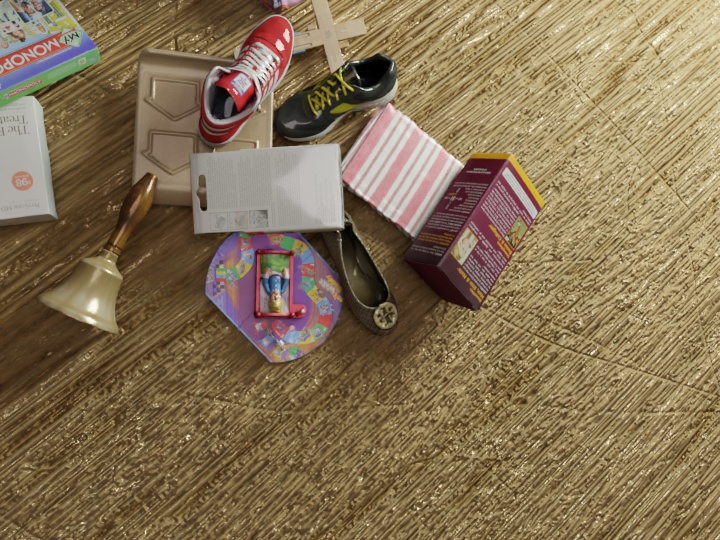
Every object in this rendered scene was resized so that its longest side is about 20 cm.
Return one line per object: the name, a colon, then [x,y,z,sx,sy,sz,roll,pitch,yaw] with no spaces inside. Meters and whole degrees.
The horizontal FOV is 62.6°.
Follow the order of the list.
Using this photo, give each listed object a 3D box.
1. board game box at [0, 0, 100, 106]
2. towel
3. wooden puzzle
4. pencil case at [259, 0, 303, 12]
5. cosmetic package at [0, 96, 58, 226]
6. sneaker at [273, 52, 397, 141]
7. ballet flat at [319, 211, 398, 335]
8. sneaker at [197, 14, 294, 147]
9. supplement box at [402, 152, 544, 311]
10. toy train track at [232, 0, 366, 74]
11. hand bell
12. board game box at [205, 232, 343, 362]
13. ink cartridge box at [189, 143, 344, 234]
board game box: [-0.452,-0.277,0.736,0.199,0.029,0.135,-39,85,-27]
towel: [0.073,-0.138,0.900,0.199,0.030,0.147,37,78,-12]
wooden puzzle: [-0.214,-0.189,0.819,0.182,0.046,0.204,2,90,-14]
pencil case: [-0.069,-0.455,0.856,0.199,0.087,0.088,-37,95,-15]
cosmetic package: [-0.496,-0.128,0.735,0.196,0.052,0.154,-9,90,-16]
sneaker: [-0.035,-0.255,0.840,0.198,0.085,0.075,-29,82,-9]
ballet flat: [0.000,0.000,0.847,0.067,0.046,0.203,-26,92,-27]
sneaker: [-0.140,-0.253,0.757,0.071,0.112,0.202,31,82,-13]
supplement box: [0.168,-0.059,0.870,0.110,0.085,0.201,43,76,-31]
toy train track: [-0.089,-0.332,0.871,0.197,0.033,0.117,-17,97,-10]
hand bell: [-0.310,-0.033,0.748,0.103,0.104,0.203,26,79,-11]
board game box: [-0.113,0.025,0.827,0.158,0.039,0.200,-45,98,-14]
ink cartridge box: [-0.121,-0.104,0.788,0.196,0.050,0.111,-3,91,0]
